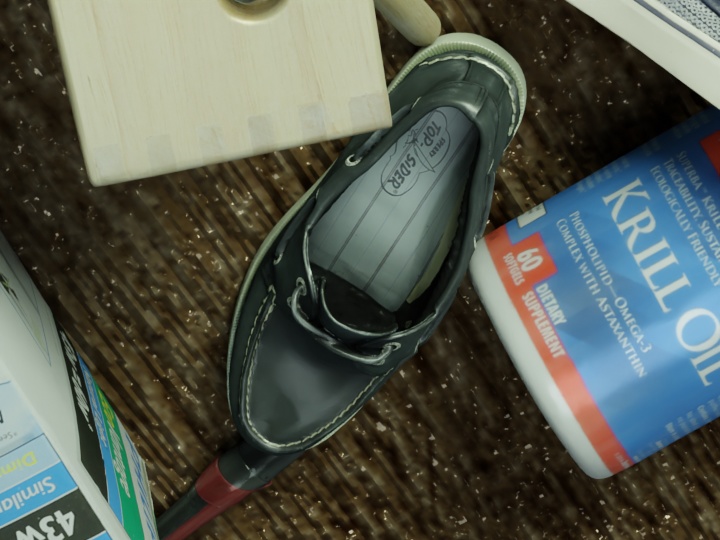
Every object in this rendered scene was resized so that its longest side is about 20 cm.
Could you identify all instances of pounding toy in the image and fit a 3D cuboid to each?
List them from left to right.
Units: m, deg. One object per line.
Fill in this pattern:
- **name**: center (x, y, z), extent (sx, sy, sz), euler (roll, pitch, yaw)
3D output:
- **pounding toy**: center (-0.040, -0.127, 0.845), extent (0.142, 0.184, 0.200), euler (-12, 117, -4)

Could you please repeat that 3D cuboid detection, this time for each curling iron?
- **curling iron**: center (-0.047, 0.096, 1.064), extent (0.050, 0.026, 0.200), euler (45, 102, 6)

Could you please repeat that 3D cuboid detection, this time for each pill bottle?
- **pill bottle**: center (0.153, -0.010, 0.995), extent (0.200, 0.112, 0.112), euler (-31, 124, 6)

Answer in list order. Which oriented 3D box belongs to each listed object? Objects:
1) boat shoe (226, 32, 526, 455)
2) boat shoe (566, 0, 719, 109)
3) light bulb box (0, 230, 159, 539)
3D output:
- **boat shoe**: center (0.002, 0.001, 0.983), extent (0.074, 0.066, 0.199), euler (33, 111, -9)
- **boat shoe**: center (0.150, -0.109, 0.905), extent (0.200, 0.075, 0.093), euler (34, 110, 10)
- **light bulb box**: center (-0.200, 0.078, 0.924), extent (0.198, 0.125, 0.200), euler (-26, 124, 4)
